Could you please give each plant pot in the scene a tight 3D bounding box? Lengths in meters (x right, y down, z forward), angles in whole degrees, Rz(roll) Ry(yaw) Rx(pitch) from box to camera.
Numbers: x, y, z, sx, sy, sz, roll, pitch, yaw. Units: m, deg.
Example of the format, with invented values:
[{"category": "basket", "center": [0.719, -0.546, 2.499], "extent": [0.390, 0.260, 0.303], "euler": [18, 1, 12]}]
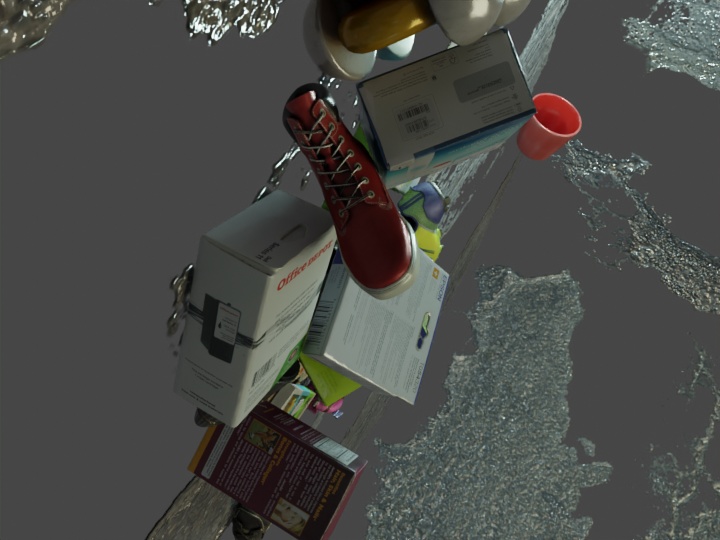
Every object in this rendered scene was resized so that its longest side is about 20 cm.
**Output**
[{"category": "plant pot", "center": [0.667, -0.509, 2.405], "extent": [0.201, 0.200, 0.178], "euler": [-54, 175, -31]}]

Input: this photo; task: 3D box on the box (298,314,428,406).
[{"category": "box", "center": [0.007, 0.087, 0.934], "extent": [0.199, 0.122, 0.048], "euler": [-30, -165, -10]}]

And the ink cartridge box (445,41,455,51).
[{"category": "ink cartridge box", "center": [0.110, -0.314, 0.818], "extent": [0.201, 0.076, 0.148], "euler": [-61, 168, 14]}]

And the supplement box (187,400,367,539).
[{"category": "supplement box", "center": [-0.106, 0.254, 0.868], "extent": [0.111, 0.199, 0.086], "euler": [-63, 168, 1]}]

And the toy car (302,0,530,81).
[{"category": "toy car", "center": [0.040, -0.261, 0.567], "extent": [0.200, 0.174, 0.151], "euler": [-42, 118, -48]}]

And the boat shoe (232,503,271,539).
[{"category": "boat shoe", "center": [-0.202, 0.472, 1.224], "extent": [0.200, 0.073, 0.065], "euler": [98, 18, -56]}]

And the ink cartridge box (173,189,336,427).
[{"category": "ink cartridge box", "center": [-0.106, 0.035, 0.685], "extent": [0.147, 0.083, 0.201], "euler": [-45, 158, -56]}]

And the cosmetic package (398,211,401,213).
[{"category": "cosmetic package", "center": [0.000, 0.000, 1.035], "extent": [0.201, 0.090, 0.107], "euler": [-61, 167, -21]}]

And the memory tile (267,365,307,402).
[{"category": "memory tile", "center": [-0.114, 0.178, 1.057], "extent": [0.200, 0.017, 0.153], "euler": [-57, 167, 0]}]

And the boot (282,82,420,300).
[{"category": "boot", "center": [-0.017, -0.078, 0.594], "extent": [0.072, 0.201, 0.144], "euler": [-28, 138, 9]}]

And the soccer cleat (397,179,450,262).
[{"category": "soccer cleat", "center": [0.078, -0.058, 0.966], "extent": [0.083, 0.065, 0.200], "euler": [-28, 156, -13]}]

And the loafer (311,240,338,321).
[{"category": "loafer", "center": [-0.021, -0.011, 0.913], "extent": [0.200, 0.075, 0.070], "euler": [-45, 130, -38]}]

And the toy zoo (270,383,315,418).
[{"category": "toy zoo", "center": [-0.133, 0.240, 1.054], "extent": [0.131, 0.020, 0.200], "euler": [-55, 167, -6]}]

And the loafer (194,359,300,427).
[{"category": "loafer", "center": [-0.140, 0.136, 0.828], "extent": [0.072, 0.073, 0.200], "euler": [-43, 170, 18]}]

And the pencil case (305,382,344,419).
[{"category": "pencil case", "center": [-0.041, 0.164, 1.206], "extent": [0.094, 0.090, 0.201], "euler": [-22, 136, -61]}]

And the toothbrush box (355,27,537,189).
[{"category": "toothbrush box", "center": [0.078, -0.154, 0.683], "extent": [0.146, 0.086, 0.200], "euler": [-20, -178, 1]}]

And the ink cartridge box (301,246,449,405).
[{"category": "ink cartridge box", "center": [0.028, 0.051, 0.857], "extent": [0.200, 0.043, 0.197], "euler": [38, 63, -44]}]

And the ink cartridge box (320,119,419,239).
[{"category": "ink cartridge box", "center": [0.025, -0.122, 0.895], "extent": [0.201, 0.076, 0.148], "euler": [-65, 167, 5]}]
